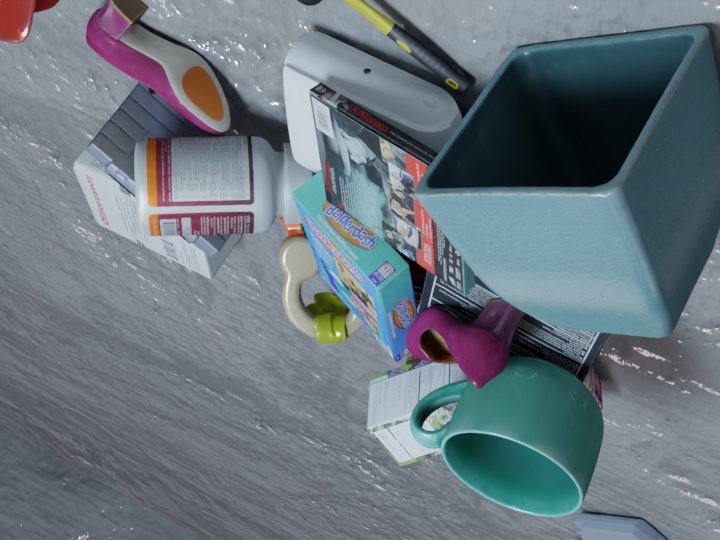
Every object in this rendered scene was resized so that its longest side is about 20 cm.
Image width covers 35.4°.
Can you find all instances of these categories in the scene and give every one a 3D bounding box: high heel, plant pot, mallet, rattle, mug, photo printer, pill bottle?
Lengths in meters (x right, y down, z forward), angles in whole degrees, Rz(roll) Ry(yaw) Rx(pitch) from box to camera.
[{"bbox_3d":[0.086,0.087,1.157,0.067,0.097,0.200,39,153,-11],"label":"high heel"},{"bbox_3d":[0.201,-0.056,0.946,0.194,0.197,0.201,2,136,44],"label":"plant pot"},{"bbox_3d":[0.017,-0.228,1.060,0.199,0.042,0.066,39,151,-19],"label":"mallet"},{"bbox_3d":[-0.054,-0.017,1.478,0.129,0.143,0.202,-27,104,23],"label":"rattle"},{"bbox_3d":[0.158,0.152,1.151,0.183,0.115,0.152,30,149,-2],"label":"mug"},{"bbox_3d":[0.019,-0.138,1.151,0.198,0.070,0.167,28,152,17],"label":"photo printer"},{"bbox_3d":[-0.234,-0.220,1.290,0.200,0.068,0.096,44,141,-10],"label":"high heel"},{"bbox_3d":[-0.155,-0.097,1.286,0.196,0.111,0.110,-2,152,-8],"label":"pill bottle"}]

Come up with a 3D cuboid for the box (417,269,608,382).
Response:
[{"bbox_3d":[0.176,0.001,1.157,0.198,0.124,0.199,29,151,12],"label":"box"}]

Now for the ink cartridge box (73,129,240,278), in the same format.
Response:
[{"bbox_3d":[-0.271,-0.095,1.521,0.197,0.085,0.147,25,151,16],"label":"ink cartridge box"}]

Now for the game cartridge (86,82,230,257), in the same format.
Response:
[{"bbox_3d":[-0.222,-0.125,1.373,0.199,0.131,0.038,41,153,-15],"label":"game cartridge"}]

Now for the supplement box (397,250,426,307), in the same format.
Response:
[{"bbox_3d":[0.077,0.020,1.363,0.107,0.061,0.201,12,145,36],"label":"supplement box"}]

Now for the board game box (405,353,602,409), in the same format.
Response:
[{"bbox_3d":[0.174,0.130,1.360,0.197,0.047,0.152,-17,131,22],"label":"board game box"}]

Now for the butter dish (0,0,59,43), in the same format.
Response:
[{"bbox_3d":[-0.363,-0.349,1.164,0.197,0.147,0.204,18,107,26],"label":"butter dish"}]

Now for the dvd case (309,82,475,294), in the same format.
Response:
[{"bbox_3d":[0.030,-0.079,1.077,0.199,0.022,0.147,34,149,33],"label":"dvd case"}]

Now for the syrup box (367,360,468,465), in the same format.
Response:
[{"bbox_3d":[0.110,0.146,1.293,0.197,0.082,0.079,-23,127,24],"label":"syrup box"}]

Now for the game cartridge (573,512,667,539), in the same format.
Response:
[{"bbox_3d":[0.421,0.432,1.685,0.132,0.041,0.200,-1,137,53],"label":"game cartridge"}]

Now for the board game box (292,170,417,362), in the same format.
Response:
[{"bbox_3d":[0.000,0.000,1.254,0.152,0.045,0.201,48,168,24],"label":"board game box"}]
